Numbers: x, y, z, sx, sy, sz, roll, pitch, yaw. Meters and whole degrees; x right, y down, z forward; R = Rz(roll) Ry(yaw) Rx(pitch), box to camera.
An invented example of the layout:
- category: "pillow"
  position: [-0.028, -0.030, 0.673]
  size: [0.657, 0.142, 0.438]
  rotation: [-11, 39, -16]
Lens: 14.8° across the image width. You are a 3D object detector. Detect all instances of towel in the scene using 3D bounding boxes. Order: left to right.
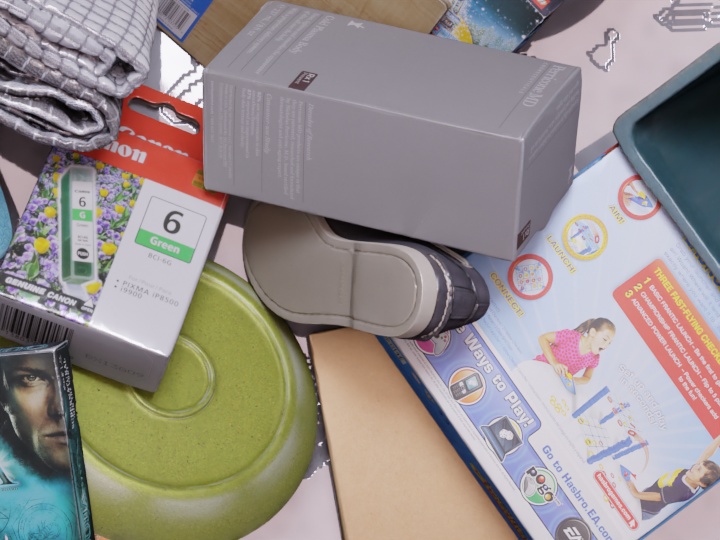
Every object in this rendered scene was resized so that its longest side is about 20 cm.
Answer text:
- category: "towel"
  position: [-0.218, -0.159, 1.600]
  size: [0.199, 0.166, 0.086]
  rotation: [27, 113, -12]

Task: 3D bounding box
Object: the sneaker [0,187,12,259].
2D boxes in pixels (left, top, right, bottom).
- category: "sneaker"
  position: [-0.289, -0.065, 1.650]
  size: [0.130, 0.079, 0.201]
  rotation: [-32, 58, 25]

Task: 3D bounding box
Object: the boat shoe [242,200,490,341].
- category: "boat shoe"
  position: [0.000, 0.000, 1.622]
  size: [0.063, 0.200, 0.073]
  rotation: [3, 101, -35]

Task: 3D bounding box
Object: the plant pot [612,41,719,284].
- category: "plant pot"
  position: [0.311, -0.087, 1.616]
  size: [0.200, 0.196, 0.197]
  rotation: [-35, 88, -41]

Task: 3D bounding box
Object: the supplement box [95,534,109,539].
- category: "supplement box"
  position: [-0.221, 0.131, 1.639]
  size: [0.200, 0.074, 0.126]
  rotation: [41, 85, 0]

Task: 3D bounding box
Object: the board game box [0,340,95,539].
- category: "board game box"
  position: [-0.255, 0.115, 1.573]
  size: [0.199, 0.028, 0.136]
  rotation: [-6, 98, 12]

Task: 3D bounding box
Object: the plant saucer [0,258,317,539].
- category: "plant saucer"
  position: [-0.115, 0.067, 1.625]
  size: [0.199, 0.031, 0.201]
  rotation: [9, 60, -17]

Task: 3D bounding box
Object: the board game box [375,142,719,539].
- category: "board game box"
  position: [0.141, 0.054, 1.653]
  size: [0.195, 0.056, 0.200]
  rotation: [-35, 89, -8]

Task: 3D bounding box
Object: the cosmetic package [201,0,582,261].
- category: "cosmetic package"
  position: [0.018, -0.082, 1.594]
  size: [0.199, 0.107, 0.091]
  rotation: [10, 122, 18]

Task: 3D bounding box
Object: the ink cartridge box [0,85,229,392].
- category: "ink cartridge box"
  position: [-0.137, -0.037, 1.624]
  size: [0.109, 0.050, 0.201]
  rotation: [21, 57, -3]

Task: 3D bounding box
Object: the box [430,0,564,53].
- category: "box"
  position: [0.009, -0.186, 1.651]
  size: [0.200, 0.038, 0.137]
  rotation: [45, 129, 0]

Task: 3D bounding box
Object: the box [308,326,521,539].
- category: "box"
  position: [0.063, 0.122, 1.680]
  size: [0.163, 0.021, 0.201]
  rotation: [-10, 87, -5]

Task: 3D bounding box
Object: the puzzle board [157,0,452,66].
- category: "puzzle board"
  position: [-0.058, -0.176, 1.655]
  size: [0.200, 0.017, 0.151]
  rotation: [41, 129, 1]
